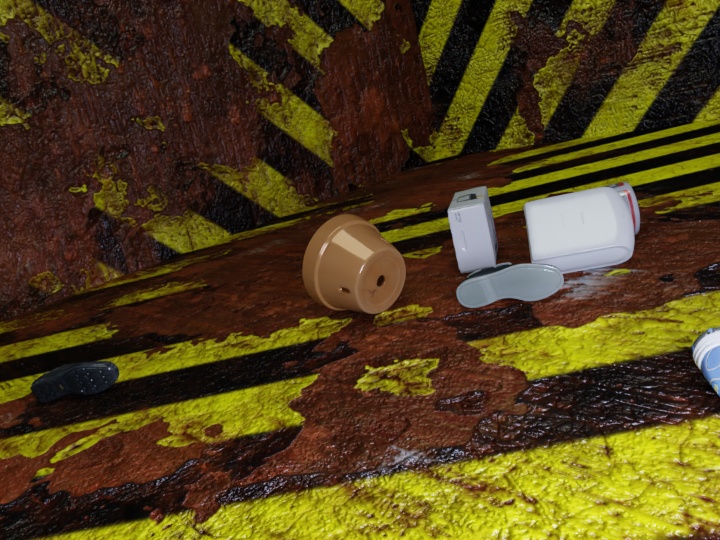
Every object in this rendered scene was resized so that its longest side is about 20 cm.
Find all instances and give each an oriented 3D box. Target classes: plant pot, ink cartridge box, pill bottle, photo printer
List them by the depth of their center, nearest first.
[{"bbox_3d":[0.426,-0.078,1.335,0.197,0.070,0.168,-10,50,17],"label":"photo printer"},{"bbox_3d":[0.000,0.000,1.401,0.198,0.203,0.139,-24,33,-34],"label":"plant pot"},{"bbox_3d":[0.477,-0.111,1.454,0.197,0.116,0.114,-12,14,9],"label":"pill bottle"},{"bbox_3d":[0.259,-0.096,1.555,0.084,0.150,0.200,-11,15,15],"label":"ink cartridge box"}]

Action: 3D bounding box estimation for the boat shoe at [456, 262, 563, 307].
[{"bbox_3d":[0.272,0.017,1.249,0.197,0.077,0.060,-7,21,26],"label":"boat shoe"}]

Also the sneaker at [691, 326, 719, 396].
[{"bbox_3d":[0.474,0.103,0.746,0.197,0.076,0.078,-11,36,16],"label":"sneaker"}]

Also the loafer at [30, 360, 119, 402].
[{"bbox_3d":[-0.566,0.212,1.372,0.197,0.069,0.071,-14,22,17],"label":"loafer"}]
